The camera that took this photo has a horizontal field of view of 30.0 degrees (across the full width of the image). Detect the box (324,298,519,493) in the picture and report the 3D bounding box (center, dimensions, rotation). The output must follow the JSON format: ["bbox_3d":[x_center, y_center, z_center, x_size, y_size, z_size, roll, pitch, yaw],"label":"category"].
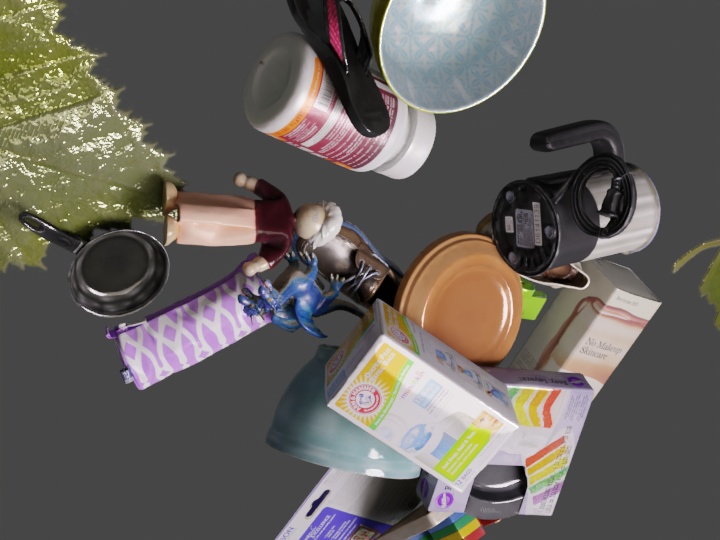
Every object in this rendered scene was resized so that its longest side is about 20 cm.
[{"bbox_3d":[0.067,0.143,1.546,0.199,0.102,0.113,35,107,-15],"label":"box"}]

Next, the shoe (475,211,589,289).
[{"bbox_3d":[0.228,-0.023,1.743,0.199,0.053,0.070,24,110,-40],"label":"shoe"}]

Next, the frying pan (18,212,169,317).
[{"bbox_3d":[-0.300,-0.005,1.469,0.188,0.031,0.116,11,118,-31],"label":"frying pan"}]

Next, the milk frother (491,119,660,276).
[{"bbox_3d":[0.296,-0.077,1.626,0.187,0.199,0.182,-13,121,-36],"label":"milk frother"}]

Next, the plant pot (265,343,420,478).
[{"bbox_3d":[-0.009,0.168,1.678,0.199,0.200,0.136,12,92,-35],"label":"plant pot"}]

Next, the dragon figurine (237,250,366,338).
[{"bbox_3d":[-0.065,0.043,1.534,0.200,0.058,0.100,44,61,-48],"label":"dragon figurine"}]

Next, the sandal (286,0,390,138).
[{"bbox_3d":[-0.014,-0.233,1.368,0.045,0.201,0.075,-31,174,40],"label":"sandal"}]

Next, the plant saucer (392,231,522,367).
[{"bbox_3d":[0.128,0.054,1.661,0.198,0.037,0.203,-9,107,-33],"label":"plant saucer"}]

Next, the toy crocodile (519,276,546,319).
[{"bbox_3d":[0.164,0.035,1.754,0.198,0.062,0.068,3,122,-37],"label":"toy crocodile"}]

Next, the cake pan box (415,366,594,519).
[{"bbox_3d":[0.180,0.218,1.689,0.182,0.052,0.202,8,114,-20],"label":"cake pan box"}]

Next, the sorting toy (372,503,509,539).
[{"bbox_3d":[0.136,0.333,1.835,0.199,0.070,0.199,-29,173,-32],"label":"sorting toy"}]

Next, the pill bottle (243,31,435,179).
[{"bbox_3d":[-0.019,-0.171,1.448,0.199,0.110,0.110,20,113,-38],"label":"pill bottle"}]

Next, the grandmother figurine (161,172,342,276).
[{"bbox_3d":[-0.116,-0.053,1.478,0.198,0.123,0.061,0,169,-15],"label":"grandmother figurine"}]

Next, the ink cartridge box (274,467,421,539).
[{"bbox_3d":[-0.015,0.327,1.878,0.199,0.043,0.199,23,110,-43],"label":"ink cartridge box"}]

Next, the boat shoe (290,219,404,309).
[{"bbox_3d":[0.000,0.000,1.616,0.199,0.073,0.072,29,107,-41],"label":"boat shoe"}]

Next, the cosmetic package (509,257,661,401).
[{"bbox_3d":[0.308,0.090,1.853,0.103,0.087,0.201,14,116,-36],"label":"cosmetic package"}]

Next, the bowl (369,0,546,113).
[{"bbox_3d":[0.085,-0.281,1.426,0.198,0.108,0.202,-16,130,-19],"label":"bowl"}]

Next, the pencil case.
[{"bbox_3d":[-0.193,0.059,1.550,0.199,0.084,0.086,-27,112,-11],"label":"pencil case"}]

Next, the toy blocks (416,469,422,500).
[{"bbox_3d":[0.121,0.192,1.803,0.199,0.100,0.137,-35,92,3],"label":"toy blocks"}]
